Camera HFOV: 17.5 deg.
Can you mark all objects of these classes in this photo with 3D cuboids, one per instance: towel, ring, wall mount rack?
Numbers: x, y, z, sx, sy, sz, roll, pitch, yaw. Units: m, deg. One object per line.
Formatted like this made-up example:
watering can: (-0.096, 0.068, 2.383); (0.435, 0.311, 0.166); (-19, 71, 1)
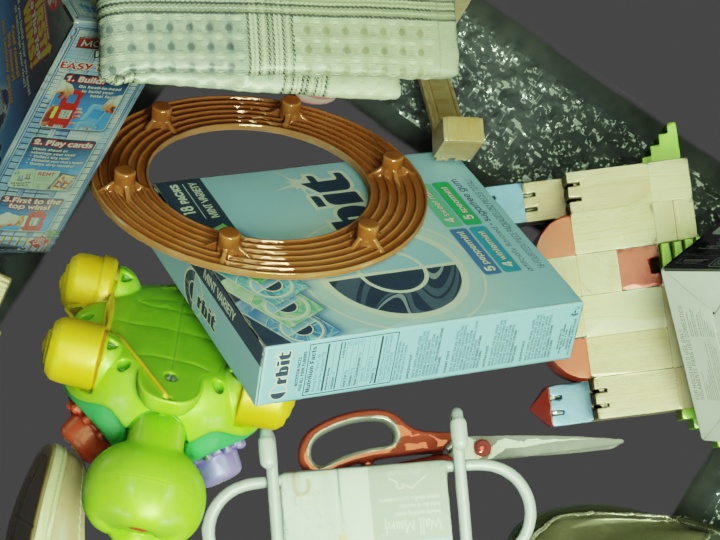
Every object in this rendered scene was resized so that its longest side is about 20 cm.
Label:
towel: (-0.046, -0.187, 1.249); (0.199, 0.035, 0.193); (0, 76, -16)
ring: (-0.059, -0.056, 1.362); (0.199, 0.201, 0.019); (7, 122, -5)
wall mount rack: (0.007, 0.173, 1.356); (0.199, 0.075, 0.175); (-5, 81, 0)

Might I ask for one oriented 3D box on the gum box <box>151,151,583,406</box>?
gum box: (0.000, 0.000, 1.349); (0.199, 0.045, 0.170); (-7, 37, -26)

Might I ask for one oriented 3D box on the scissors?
scissors: (0.061, 0.103, 1.427); (0.199, 0.014, 0.073); (-17, 81, -13)

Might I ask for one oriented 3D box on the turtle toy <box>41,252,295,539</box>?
turtle toy: (-0.114, 0.077, 1.328); (0.145, 0.200, 0.101); (13, 119, -5)

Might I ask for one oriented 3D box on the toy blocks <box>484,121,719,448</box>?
toy blocks: (0.139, 0.017, 1.429); (0.136, 0.100, 0.201); (-7, 85, -1)

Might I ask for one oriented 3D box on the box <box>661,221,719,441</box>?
box: (0.268, 0.010, 1.404); (0.200, 0.060, 0.117); (-35, 116, -42)

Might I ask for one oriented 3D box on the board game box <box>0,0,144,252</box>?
board game box: (-0.177, -0.139, 1.321); (0.061, 0.200, 0.201); (3, 68, -30)

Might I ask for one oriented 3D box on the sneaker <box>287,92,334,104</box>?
sneaker: (-0.008, -0.208, 1.424); (0.075, 0.105, 0.201); (6, 78, -23)

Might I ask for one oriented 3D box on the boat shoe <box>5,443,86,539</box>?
boat shoe: (-0.170, 0.200, 1.334); (0.065, 0.072, 0.201); (8, 80, -19)

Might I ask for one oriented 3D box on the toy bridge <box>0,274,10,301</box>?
toy bridge: (-0.301, -0.003, 1.358); (0.199, 0.027, 0.067); (26, 75, -6)

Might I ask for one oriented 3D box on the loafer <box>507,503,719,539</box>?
loafer: (0.184, 0.176, 1.410); (0.199, 0.070, 0.076); (2, 78, -11)

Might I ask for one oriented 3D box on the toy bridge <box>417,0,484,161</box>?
toy bridge: (0.047, -0.162, 1.450); (0.027, 0.067, 0.201); (-2, 73, -12)
